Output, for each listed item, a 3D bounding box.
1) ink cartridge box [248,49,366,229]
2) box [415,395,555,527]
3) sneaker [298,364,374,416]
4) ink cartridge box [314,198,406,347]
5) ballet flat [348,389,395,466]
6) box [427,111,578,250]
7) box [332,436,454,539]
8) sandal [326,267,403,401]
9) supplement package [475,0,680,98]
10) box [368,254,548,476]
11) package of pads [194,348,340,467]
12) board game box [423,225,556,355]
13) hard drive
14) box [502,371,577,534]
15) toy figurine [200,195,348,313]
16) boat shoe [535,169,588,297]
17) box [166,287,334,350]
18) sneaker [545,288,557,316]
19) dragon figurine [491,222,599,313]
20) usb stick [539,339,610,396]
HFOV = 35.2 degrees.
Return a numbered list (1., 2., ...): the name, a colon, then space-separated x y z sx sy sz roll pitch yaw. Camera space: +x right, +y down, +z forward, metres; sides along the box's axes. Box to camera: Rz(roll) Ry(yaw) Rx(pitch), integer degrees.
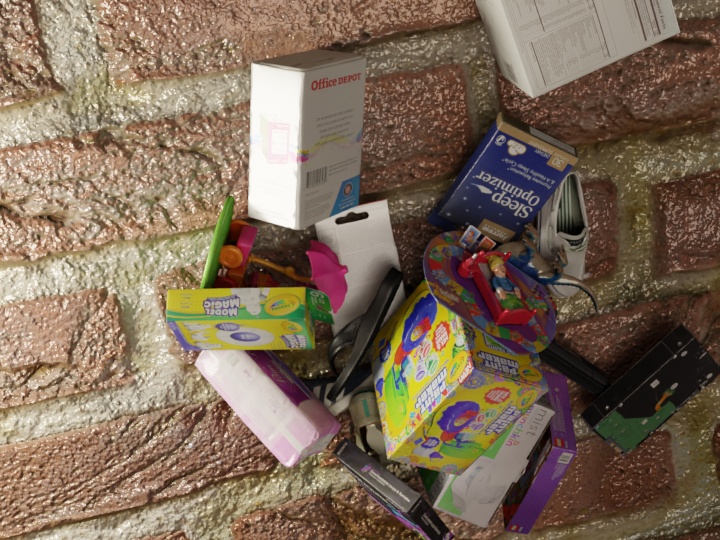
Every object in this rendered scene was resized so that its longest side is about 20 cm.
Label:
1. ink cartridge box: -0.066 -0.170 1.432 0.084 0.144 0.201 16 114 29
2. box: 0.168 0.226 1.608 0.096 0.177 0.201 24 106 -17
3. sneaker: -0.052 0.170 1.613 0.200 0.075 0.085 -37 81 -9
4. ink cartridge box: 0.000 0.000 1.564 0.108 0.050 0.201 -12 111 -3
5. ballet flat: 0.024 0.242 1.608 0.067 0.063 0.200 -19 141 5
6. box: 0.188 -0.107 1.528 0.120 0.033 0.200 22 127 -16
7. box: 0.048 0.317 1.596 0.036 0.143 0.200 -49 148 -13
8. sandal: -0.004 0.082 1.538 0.048 0.075 0.201 28 99 8
9. supplement package: 0.262 -0.337 1.422 0.199 0.152 0.151 -24 113 0
10. box: 0.122 0.126 1.488 0.121 0.193 0.200 17 130 -27
11. package of pads: -0.123 0.168 1.526 0.076 0.120 0.200 -46 80 7
12. board game box: 0.174 0.016 1.439 0.199 0.158 0.039 34 129 -3
13. hard drive: 0.430 0.180 1.679 0.200 0.038 0.140 -45 138 8
14. box: 0.249 0.261 1.618 0.039 0.137 0.201 11 132 -8
15. toy figurine: -0.110 0.019 1.492 0.183 0.151 0.201 16 130 -3
16. boat shoe: 0.280 -0.049 1.572 0.073 0.067 0.201 -23 113 -18
17. box: -0.134 0.062 1.426 0.198 0.117 0.049 -3 67 3
18. sneaker: 0.179 0.047 1.609 0.199 0.080 0.096 15 126 -10
19. dragon figurine: 0.229 0.005 1.551 0.199 0.059 0.099 35 128 -13
20. usb stick: 0.292 0.128 1.624 0.033 0.056 0.200 -43 132 18
